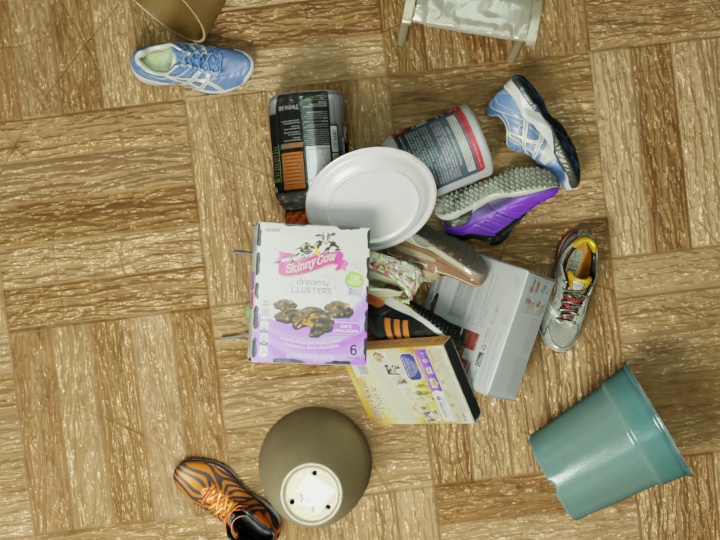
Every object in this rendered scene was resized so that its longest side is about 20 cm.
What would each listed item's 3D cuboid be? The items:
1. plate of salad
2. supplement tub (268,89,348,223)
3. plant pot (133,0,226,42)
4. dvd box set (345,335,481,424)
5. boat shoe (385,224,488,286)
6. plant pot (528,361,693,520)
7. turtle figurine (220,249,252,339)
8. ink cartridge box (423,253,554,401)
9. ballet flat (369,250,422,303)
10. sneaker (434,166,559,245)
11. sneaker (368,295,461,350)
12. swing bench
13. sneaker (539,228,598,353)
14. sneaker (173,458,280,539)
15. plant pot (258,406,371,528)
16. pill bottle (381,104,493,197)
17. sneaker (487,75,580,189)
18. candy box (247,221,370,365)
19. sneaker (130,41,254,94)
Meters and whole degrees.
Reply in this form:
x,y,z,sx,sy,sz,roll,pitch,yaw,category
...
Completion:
x,y,z,sx,sy,sz,roll,pitch,yaw,category
0.015,-0.109,1.601,0.198,0.048,0.201,-6,134,-6,plate of salad
-0.077,-0.175,1.669,0.121,0.123,0.202,-4,93,-1,supplement tub
-0.256,-0.490,1.639,0.186,0.186,0.201,35,79,-2,plant pot
0.076,0.173,1.654,0.199,0.029,0.147,-8,116,37,dvd box set
0.116,-0.019,1.677,0.199,0.075,0.072,33,119,36,boat shoe
0.381,0.278,1.668,0.195,0.200,0.201,-31,92,8,plant pot
-0.107,0.038,1.687,0.192,0.200,0.145,0,86,-25,turtle figurine
0.187,0.079,1.686,0.175,0.084,0.202,21,93,43,ink cartridge box
0.000,0.000,1.628,0.198,0.076,0.064,15,58,-7,ballet flat
0.225,-0.094,1.696,0.198,0.070,0.100,-16,123,16,sneaker
0.072,0.098,1.676,0.199,0.070,0.091,31,101,37,sneaker
0.165,-0.405,1.624,0.197,0.200,0.131,10,92,-1,swing bench
0.331,0.033,1.703,0.077,0.082,0.202,10,93,-1,sneaker
-0.211,0.370,1.693,0.199,0.112,0.078,30,91,-2,sneaker
-0.072,0.320,1.650,0.185,0.200,0.189,0,92,-1,plant pot
0.096,-0.168,1.673,0.199,0.120,0.120,-23,92,0,pill bottle
0.280,-0.211,1.700,0.077,0.076,0.201,-33,95,26,sneaker
-0.075,0.035,1.547,0.166,0.072,0.202,3,85,-11,candy box
-0.266,-0.320,1.683,0.198,0.077,0.077,-1,91,-2,sneaker
